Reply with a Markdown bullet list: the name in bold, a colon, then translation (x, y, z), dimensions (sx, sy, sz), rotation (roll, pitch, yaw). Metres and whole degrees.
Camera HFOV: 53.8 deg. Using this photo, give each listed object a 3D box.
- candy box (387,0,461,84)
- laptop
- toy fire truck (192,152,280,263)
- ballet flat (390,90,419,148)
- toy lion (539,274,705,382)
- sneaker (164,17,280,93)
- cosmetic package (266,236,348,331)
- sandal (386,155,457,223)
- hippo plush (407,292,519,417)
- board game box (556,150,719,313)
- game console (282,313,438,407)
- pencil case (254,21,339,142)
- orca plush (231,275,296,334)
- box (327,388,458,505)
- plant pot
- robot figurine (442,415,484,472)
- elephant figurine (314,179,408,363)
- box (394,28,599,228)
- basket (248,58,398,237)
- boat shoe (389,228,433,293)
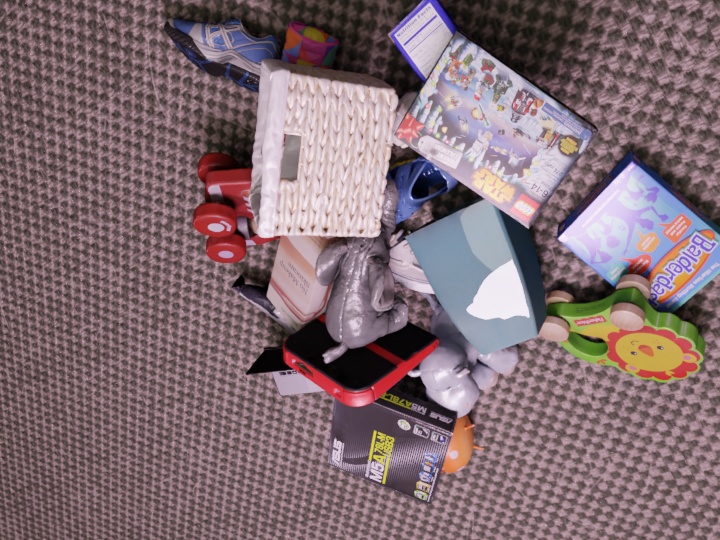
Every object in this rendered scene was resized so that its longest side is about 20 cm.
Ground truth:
- **candy box**: translation (0.125, -0.249, 0.915), dimensions (0.076, 0.170, 0.201), rotation (-35, 100, 17)
- **laptop**: translation (-0.072, 0.180, 1.180), dimensions (0.182, 0.118, 0.203), rotation (-6, 133, 6)
- **toy fire truck**: translation (-0.167, -0.096, 1.114), dimensions (0.163, 0.115, 0.201), rotation (-2, 153, 1)
- **ballet flat**: translation (0.062, -0.193, 0.953), dimensions (0.070, 0.200, 0.074), rotation (-1, 100, -8)
- **toy lion**: translation (0.389, 0.100, 1.043), dimensions (0.191, 0.070, 0.198), rotation (44, 145, -24)
- **sneaker**: translation (-0.204, -0.334, 1.056), dimensions (0.197, 0.076, 0.078), rotation (27, 83, 15)
- **cosmetic package**: translation (-0.074, -0.014, 1.118), dimensions (0.103, 0.086, 0.203), rotation (42, 134, 27)
- **sandal**: translation (0.081, -0.126, 1.044), dimensions (0.199, 0.087, 0.080), rotation (-36, 103, 32)
- **hippo plush**: translation (0.162, 0.132, 1.101), dimensions (0.155, 0.161, 0.204), rotation (-9, 113, 23)
- **board game box**: translation (0.401, -0.043, 0.999), dimensions (0.198, 0.045, 0.153), rotation (37, 122, -3)
- **game console**: translation (-0.006, 0.116, 1.071), dimensions (0.198, 0.175, 0.032), rotation (25, 134, 42)
- **pencil case**: translation (-0.093, -0.255, 1.040), dimensions (0.087, 0.089, 0.203), rotation (25, 121, 5)
- **orca plush**: translation (-0.126, 0.059, 1.236), dimensions (0.197, 0.072, 0.105), rotation (32, 166, 6)
- **box**: translation (0.044, 0.269, 1.127), dimensions (0.189, 0.048, 0.203), rotation (18, 132, 10)
- **plant pot**: translation (0.182, 0.004, 1.014), dimensions (0.139, 0.141, 0.204), rotation (-23, 93, 27)
- **robot figurine**: translation (0.109, 0.289, 1.224), dimensions (0.195, 0.116, 0.148), rotation (-6, 92, 21)
- **elephant figurine**: translation (0.000, 0.000, 1.016), dimensions (0.137, 0.157, 0.203), rotation (-8, 132, -7)
- **box**: translation (0.155, -0.163, 0.828), dimensions (0.197, 0.040, 0.138), rotation (32, 114, -3)
- **basket**: translation (-0.058, -0.159, 0.920), dimensions (0.156, 0.200, 0.204), rotation (3, 108, -14)
- **boat shoe**: translation (0.063, -0.028, 1.111), dimensions (0.196, 0.071, 0.071), rotation (23, 122, 16)
